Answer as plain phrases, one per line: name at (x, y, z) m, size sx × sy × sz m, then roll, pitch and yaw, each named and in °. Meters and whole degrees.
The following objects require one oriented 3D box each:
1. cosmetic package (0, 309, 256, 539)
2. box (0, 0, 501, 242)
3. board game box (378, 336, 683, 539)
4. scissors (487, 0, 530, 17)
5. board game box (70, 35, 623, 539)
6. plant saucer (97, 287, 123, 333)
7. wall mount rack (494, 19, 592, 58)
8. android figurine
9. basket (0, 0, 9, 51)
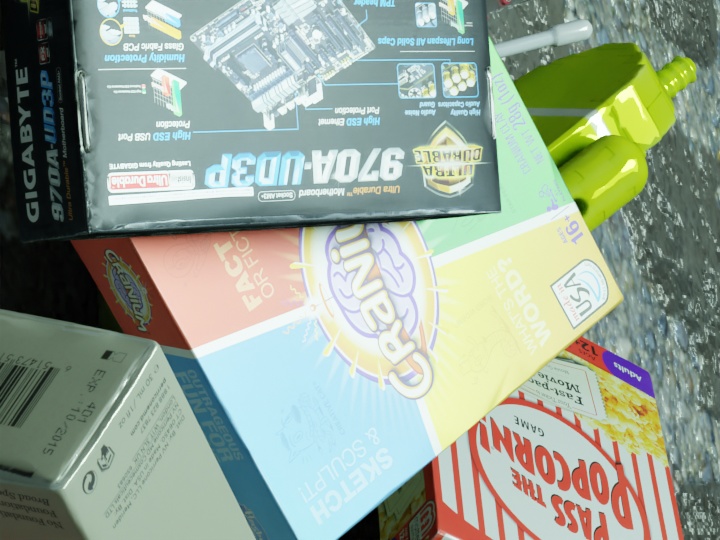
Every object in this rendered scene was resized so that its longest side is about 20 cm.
cosmetic package at (-0.096, 0.110, 1.036) m, size 0.071 × 0.105 × 0.201 m, roll -57°, pitch 140°, yaw -33°
box at (-0.038, -0.095, 1.057) m, size 0.199 × 0.046 × 0.160 m, roll -5°, pitch 90°, yaw -39°
board game box at (0.077, 0.096, 1.327) m, size 0.151 × 0.046 × 0.201 m, roll 27°, pitch 32°, yaw -23°
scissors at (0.053, -0.116, 1.261) m, size 0.200 × 0.014 × 0.074 m, roll 7°, pitch 92°, yaw -58°
board game box at (0.000, 0.000, 1.137) m, size 0.200 × 0.040 × 0.154 m, roll -38°, pitch 105°, yaw -34°
plant saucer at (-0.062, 0.028, 1.281) m, size 0.200 × 0.031 × 0.201 m, roll 28°, pitch 56°, yaw -54°
wall mount rack at (0.029, -0.130, 1.288) m, size 0.174 × 0.074 × 0.201 m, roll -43°, pitch 133°, yaw -46°
android figurine at (0.067, -0.043, 1.309) m, size 0.200 × 0.182 × 0.041 m, roll -37°, pitch 106°, yaw -19°
basket at (-0.176, -0.188, 1.063) m, size 0.180 × 0.135 × 0.202 m, roll 17°, pitch 68°, yaw -58°
